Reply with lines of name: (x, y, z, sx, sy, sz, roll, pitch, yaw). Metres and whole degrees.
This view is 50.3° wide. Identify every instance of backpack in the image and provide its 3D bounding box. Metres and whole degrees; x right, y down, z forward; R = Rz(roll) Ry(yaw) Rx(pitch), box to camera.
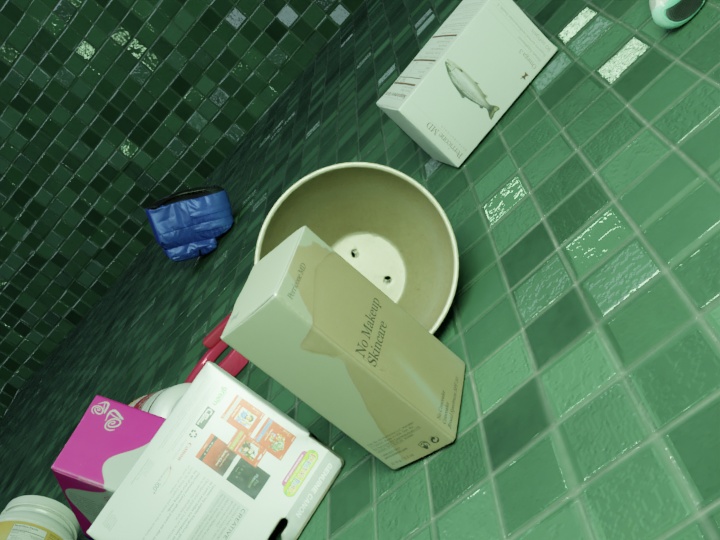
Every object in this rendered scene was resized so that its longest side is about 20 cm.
backpack: (-0.415, -0.122, 1.911, 0.199, 0.169, 0.162, -22, 18, -17)

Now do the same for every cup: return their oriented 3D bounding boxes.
cup: (0.000, 0.000, 0.809, 0.201, 0.200, 0.143, -51, -6, -1)

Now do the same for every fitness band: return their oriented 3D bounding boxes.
fitness band: (-0.221, 0.135, 1.235, 0.200, 0.037, 0.144, -42, 24, 25)

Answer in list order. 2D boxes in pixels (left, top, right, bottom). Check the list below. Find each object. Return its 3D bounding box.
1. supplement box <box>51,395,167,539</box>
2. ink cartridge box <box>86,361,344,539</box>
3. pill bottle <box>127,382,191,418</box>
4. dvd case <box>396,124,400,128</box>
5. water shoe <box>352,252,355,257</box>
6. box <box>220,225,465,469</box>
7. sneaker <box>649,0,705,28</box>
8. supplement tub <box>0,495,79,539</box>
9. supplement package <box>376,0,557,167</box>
supplement box: (-0.282, 0.254, 0.922, 0.201, 0.100, 0.104, 98, -169, -51)
ink cartridge box: (-0.136, 0.227, 0.775, 0.201, 0.175, 0.084, -55, -11, -12)
pill bottle: (-0.248, 0.214, 1.039, 0.200, 0.113, 0.113, -23, 34, 52)
dvd case: (0.141, -0.289, 1.210, 0.200, 0.018, 0.143, -47, 21, 9)
water shoe: (-0.022, 0.020, 0.986, 0.200, 0.072, 0.079, -37, -3, 38)
box: (-0.009, 0.068, 0.648, 0.078, 0.200, 0.095, -35, 25, 36)
sneaker: (0.299, -0.349, 0.793, 0.140, 0.077, 0.202, 22, 107, 63)
supplement tub: (-0.516, 0.456, 1.149, 0.144, 0.144, 0.201, -41, 22, 25)
supplement package: (0.137, -0.254, 1.015, 0.200, 0.117, 0.117, -50, 20, 3)
